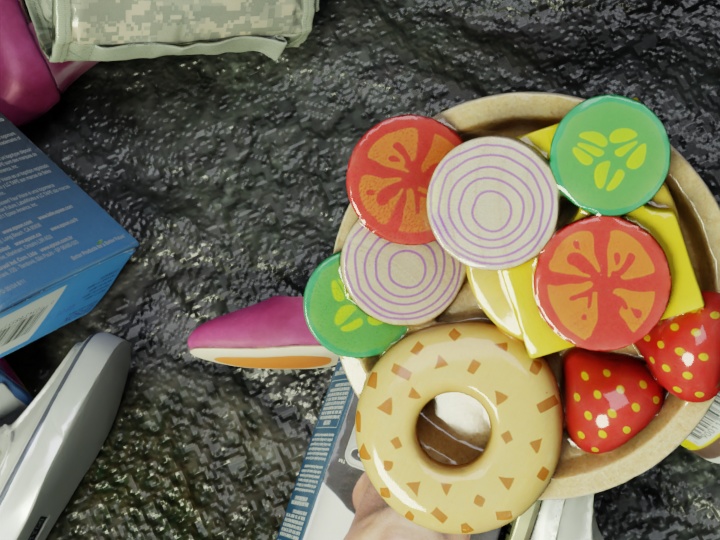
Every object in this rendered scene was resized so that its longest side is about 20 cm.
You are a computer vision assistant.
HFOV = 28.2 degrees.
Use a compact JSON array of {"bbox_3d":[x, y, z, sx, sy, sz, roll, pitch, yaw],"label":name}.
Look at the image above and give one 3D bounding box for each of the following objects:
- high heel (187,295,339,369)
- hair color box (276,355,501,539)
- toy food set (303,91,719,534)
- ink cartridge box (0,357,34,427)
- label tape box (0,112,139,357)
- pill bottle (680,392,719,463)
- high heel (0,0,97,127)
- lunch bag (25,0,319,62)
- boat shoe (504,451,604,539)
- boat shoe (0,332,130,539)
[{"bbox_3d":[0.000,0.000,0.801,0.199,0.067,0.096,-8,79,-2],"label":"high heel"},{"bbox_3d":[0.013,0.136,0.728,0.100,0.061,0.201,21,79,-12],"label":"hair color box"},{"bbox_3d":[0.074,0.014,0.664,0.199,0.049,0.199,-19,94,14],"label":"toy food set"},{"bbox_3d":[-0.301,0.035,0.821,0.136,0.076,0.200,-37,71,-10],"label":"ink cartridge box"},{"bbox_3d":[-0.241,-0.045,0.787,0.200,0.144,0.063,43,116,6],"label":"label tape box"},{"bbox_3d":[0.132,0.007,0.739,0.200,0.109,0.109,31,75,-4],"label":"pill bottle"},{"bbox_3d":[-0.252,-0.176,0.895,0.096,0.067,0.200,-39,82,-16],"label":"high heel"},{"bbox_3d":[-0.122,-0.219,0.853,0.163,0.118,0.201,-8,72,-27],"label":"lunch bag"},{"bbox_3d":[0.103,0.159,0.727,0.068,0.075,0.201,13,90,7],"label":"boat shoe"},{"bbox_3d":[-0.197,0.117,0.786,0.066,0.072,0.201,26,83,10],"label":"boat shoe"}]
